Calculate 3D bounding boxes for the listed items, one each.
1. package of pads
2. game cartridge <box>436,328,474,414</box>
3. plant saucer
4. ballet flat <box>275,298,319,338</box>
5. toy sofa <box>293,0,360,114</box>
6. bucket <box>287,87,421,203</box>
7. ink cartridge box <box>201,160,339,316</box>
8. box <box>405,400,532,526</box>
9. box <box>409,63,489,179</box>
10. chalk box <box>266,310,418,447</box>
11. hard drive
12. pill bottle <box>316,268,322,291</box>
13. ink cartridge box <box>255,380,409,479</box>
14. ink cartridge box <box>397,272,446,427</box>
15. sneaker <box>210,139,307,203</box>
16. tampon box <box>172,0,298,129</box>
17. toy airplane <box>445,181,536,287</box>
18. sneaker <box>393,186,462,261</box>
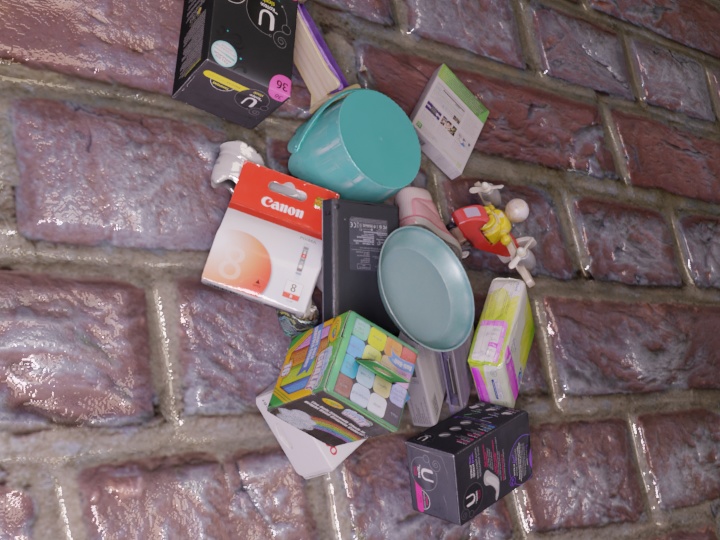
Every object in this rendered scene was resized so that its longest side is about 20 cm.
[{"bbox_3d":[0.252,0.131,1.562,0.155,0.068,0.201,69,34,-44],"label":"package of pads"},{"bbox_3d":[0.163,0.133,1.475,0.201,0.038,0.130,76,23,-43],"label":"game cartridge"},{"bbox_3d":[0.092,0.031,1.332,0.199,0.036,0.202,21,57,-35],"label":"plant saucer"},{"bbox_3d":[-0.113,0.003,1.355,0.074,0.074,0.201,-20,85,-42],"label":"ballet flat"},{"bbox_3d":[-0.080,-0.385,1.523,0.083,0.097,0.201,-30,92,-42],"label":"toy sofa"},{"bbox_3d":[-0.006,-0.197,1.480,0.206,0.134,0.209,17,62,-35],"label":"bucket"},{"bbox_3d":[-0.128,-0.051,1.302,0.161,0.050,0.202,19,81,-7],"label":"ink cartridge box"},{"bbox_3d":[0.178,0.307,1.423,0.199,0.106,0.123,-18,106,-43],"label":"box"},{"bbox_3d":[0.172,-0.296,1.738,0.144,0.036,0.201,42,52,-19],"label":"box"},{"bbox_3d":[-0.012,0.144,1.177,0.124,0.199,0.125,34,55,-23],"label":"chalk box"},{"bbox_3d":[0.003,-0.002,1.328,0.139,0.033,0.202,4,84,-41],"label":"hard drive"},{"bbox_3d":[0.000,0.000,1.420,0.199,0.110,0.112,22,59,-31],"label":"pill bottle"},{"bbox_3d":[-0.039,0.194,1.325,0.200,0.084,0.145,-35,96,-41],"label":"ink cartridge box"},{"bbox_3d":[0.110,0.128,1.432,0.201,0.043,0.174,74,27,-44],"label":"ink cartridge box"},{"bbox_3d":[-0.151,-0.117,1.382,0.199,0.074,0.088,33,62,-15],"label":"sneaker"},{"bbox_3d":[-0.197,-0.358,1.394,0.149,0.126,0.202,17,62,-33],"label":"tampon box"},{"bbox_3d":[0.272,-0.075,1.654,0.200,0.141,0.199,42,30,-1],"label":"toy airplane"},{"bbox_3d":[0.119,-0.080,1.551,0.200,0.075,0.105,39,34,-53],"label":"sneaker"}]
